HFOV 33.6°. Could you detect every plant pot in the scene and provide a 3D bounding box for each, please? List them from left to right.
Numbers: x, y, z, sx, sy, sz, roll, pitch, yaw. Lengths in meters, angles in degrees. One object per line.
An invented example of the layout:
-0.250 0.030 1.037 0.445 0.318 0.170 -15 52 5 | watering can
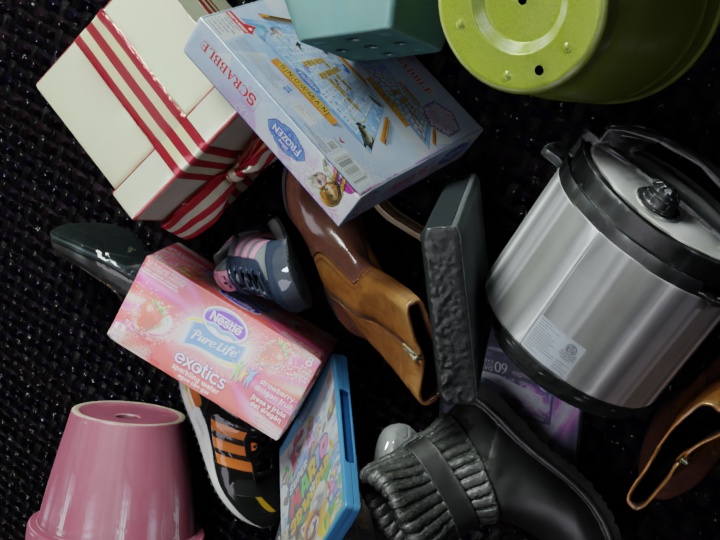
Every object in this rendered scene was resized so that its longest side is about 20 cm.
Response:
-0.264 0.245 1.317 0.198 0.199 0.182 9 95 29 | plant pot
0.010 -0.280 0.964 0.140 0.141 0.203 -1 86 31 | plant pot
0.155 -0.213 0.900 0.198 0.192 0.203 10 110 28 | plant pot

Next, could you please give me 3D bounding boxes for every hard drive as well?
0.083 0.009 0.986 0.032 0.200 0.141 -4 105 11 | hard drive

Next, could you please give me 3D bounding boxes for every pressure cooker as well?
0.211 -0.007 0.936 0.174 0.179 0.201 20 120 -21 | pressure cooker

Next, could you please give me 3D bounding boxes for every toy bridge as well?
0.030 -0.092 1.115 0.067 0.027 0.201 -35 87 35 | toy bridge

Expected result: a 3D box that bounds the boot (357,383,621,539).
0.112 0.219 1.058 0.211 0.157 0.080 44 148 16 | boot

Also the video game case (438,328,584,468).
0.141 0.139 1.128 0.141 0.019 0.203 13 111 28 | video game case

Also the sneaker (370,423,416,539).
0.016 0.246 1.206 0.099 0.077 0.203 16 106 43 | sneaker

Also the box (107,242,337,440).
-0.134 0.067 1.182 0.199 0.103 0.095 31 102 4 | box

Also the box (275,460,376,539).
-0.038 0.274 1.181 0.048 0.201 0.160 10 115 -15 | box

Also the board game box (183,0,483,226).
-0.018 -0.153 1.020 0.200 0.199 0.041 49 131 9 | board game box

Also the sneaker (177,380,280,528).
-0.121 0.176 1.267 0.089 0.070 0.202 -24 90 38 | sneaker

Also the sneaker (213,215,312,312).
-0.095 0.005 1.119 0.081 0.200 0.071 -22 104 -4 | sneaker

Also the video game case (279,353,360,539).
-0.042 0.195 1.123 0.018 0.201 0.144 18 123 -17 | video game case

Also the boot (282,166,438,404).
0.000 0.000 1.052 0.200 0.068 0.190 -134 30 -60 | boot

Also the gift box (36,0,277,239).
-0.149 -0.155 1.119 0.184 0.200 0.187 -43 78 20 | gift box

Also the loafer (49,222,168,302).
-0.258 0.003 1.298 0.198 0.073 0.073 22 120 26 | loafer

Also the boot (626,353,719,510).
0.258 0.147 0.947 0.068 0.199 0.189 45 123 11 | boot
